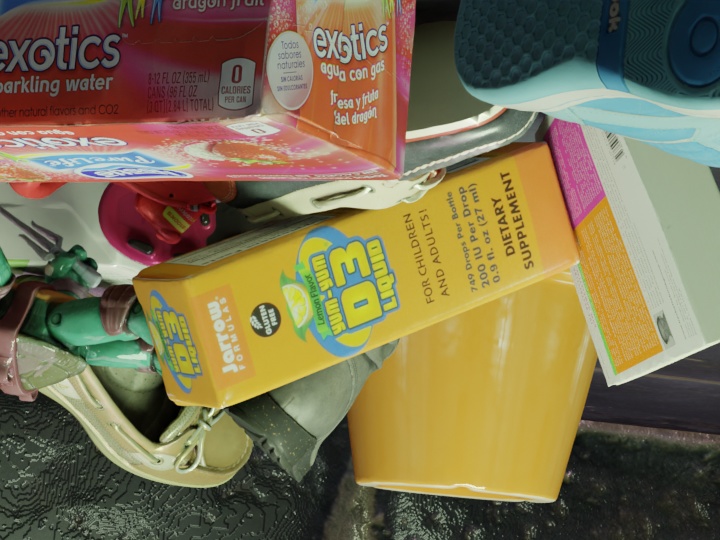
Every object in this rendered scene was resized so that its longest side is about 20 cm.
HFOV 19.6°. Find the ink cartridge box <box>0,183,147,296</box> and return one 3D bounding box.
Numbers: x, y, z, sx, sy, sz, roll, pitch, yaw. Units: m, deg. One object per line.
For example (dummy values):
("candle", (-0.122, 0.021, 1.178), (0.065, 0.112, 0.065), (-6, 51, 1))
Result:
("ink cartridge box", (-0.151, -0.021, 1.227), (0.116, 0.068, 0.200), (2, 172, 17))

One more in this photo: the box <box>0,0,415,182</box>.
("box", (-0.086, -0.087, 0.722), (0.199, 0.100, 0.095), (0, 171, 31))

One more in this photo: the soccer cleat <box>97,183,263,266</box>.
("soccer cleat", (-0.037, -0.032, 1.108), (0.198, 0.070, 0.086), (-7, 171, 1))

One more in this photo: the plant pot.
("plant pot", (0.066, 0.045, 1.283), (0.199, 0.185, 0.200), (5, 173, 1))

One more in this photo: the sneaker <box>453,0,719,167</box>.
("sneaker", (0.137, -0.079, 0.718), (0.130, 0.080, 0.200), (13, 179, -32))

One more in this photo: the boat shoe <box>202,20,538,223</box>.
("boat shoe", (0.003, -0.057, 0.904), (0.199, 0.071, 0.063), (-6, 130, 43))

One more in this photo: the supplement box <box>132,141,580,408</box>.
("supplement box", (0.000, 0.000, 0.967), (0.199, 0.067, 0.069), (-22, -168, -23))

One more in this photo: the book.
("book", (0.122, -0.024, 0.935), (0.048, 0.134, 0.200), (-22, 175, -4))

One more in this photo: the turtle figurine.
("turtle figurine", (-0.158, 0.014, 1.031), (0.199, 0.101, 0.150), (11, 176, 12))

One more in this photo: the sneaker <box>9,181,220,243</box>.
("sneaker", (-0.077, -0.054, 1.016), (0.198, 0.086, 0.077), (5, 173, 4))

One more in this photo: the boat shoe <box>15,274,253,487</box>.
("boat shoe", (-0.122, 0.067, 1.187), (0.063, 0.074, 0.201), (3, 149, 43))

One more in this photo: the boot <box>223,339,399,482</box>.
("boot", (-0.011, 0.046, 1.129), (0.068, 0.131, 0.200), (44, 174, -1))
